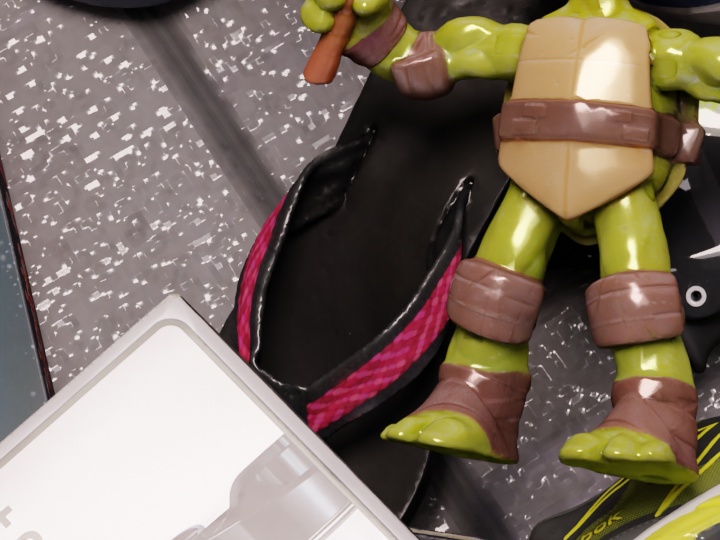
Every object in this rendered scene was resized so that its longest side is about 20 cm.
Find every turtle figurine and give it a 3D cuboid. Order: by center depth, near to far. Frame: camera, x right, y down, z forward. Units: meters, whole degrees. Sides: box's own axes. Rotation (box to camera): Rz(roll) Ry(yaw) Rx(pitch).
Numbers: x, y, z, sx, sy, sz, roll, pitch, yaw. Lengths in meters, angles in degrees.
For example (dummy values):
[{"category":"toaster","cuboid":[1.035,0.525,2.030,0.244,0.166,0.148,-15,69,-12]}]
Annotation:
[{"category":"turtle figurine","cuboid":[0.048,-0.031,0.767,0.199,0.064,0.162,7,83,13]}]

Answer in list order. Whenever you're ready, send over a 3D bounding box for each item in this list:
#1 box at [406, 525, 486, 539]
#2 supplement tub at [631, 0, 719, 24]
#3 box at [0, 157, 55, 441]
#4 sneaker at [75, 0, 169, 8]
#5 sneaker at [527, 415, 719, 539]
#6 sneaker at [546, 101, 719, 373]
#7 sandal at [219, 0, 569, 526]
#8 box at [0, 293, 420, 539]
[{"category":"box","cuboid":[-0.024,0.175,0.705,0.086,0.164,0.201,9,67,5]},{"category":"supplement tub","cuboid":[0.061,-0.170,0.793,0.144,0.200,0.145,-26,50,35]},{"category":"box","cuboid":[-0.162,0.016,0.843,0.136,0.038,0.201,-14,68,-3]},{"category":"sneaker","cuboid":[-0.126,-0.153,0.887,0.199,0.082,0.070,33,72,14]},{"category":"sneaker","cuboid":[0.125,0.055,0.797,0.199,0.084,0.075,-22,110,-27]},{"category":"sneaker","cuboid":[0.117,-0.006,0.831,0.199,0.072,0.083,12,75,19]},{"category":"sandal","cuboid":[0.000,0.000,0.812,0.075,0.045,0.201,24,91,22]},{"category":"box","cuboid":[-0.013,0.117,0.608,0.117,0.060,0.200,-40,71,-13]}]
